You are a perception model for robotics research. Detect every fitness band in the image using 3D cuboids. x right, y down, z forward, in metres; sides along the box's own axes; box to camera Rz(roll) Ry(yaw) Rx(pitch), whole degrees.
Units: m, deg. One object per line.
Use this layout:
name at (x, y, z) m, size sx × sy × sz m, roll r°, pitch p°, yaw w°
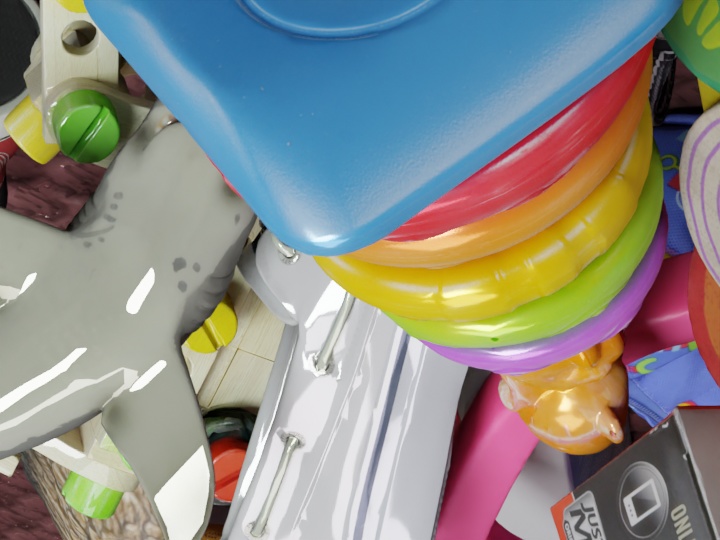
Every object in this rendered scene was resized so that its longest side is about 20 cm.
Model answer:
fitness band at (0.095, 0.054, 0.817) m, size 0.143 × 0.038 × 0.200 m, roll 9°, pitch 143°, yaw -12°

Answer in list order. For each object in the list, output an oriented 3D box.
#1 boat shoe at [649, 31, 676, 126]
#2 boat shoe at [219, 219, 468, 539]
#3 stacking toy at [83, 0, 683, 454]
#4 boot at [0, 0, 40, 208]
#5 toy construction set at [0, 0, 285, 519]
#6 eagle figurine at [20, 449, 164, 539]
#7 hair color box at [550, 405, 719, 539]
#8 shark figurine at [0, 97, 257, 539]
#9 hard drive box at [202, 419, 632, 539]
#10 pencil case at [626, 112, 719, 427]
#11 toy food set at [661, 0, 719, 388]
boat shoe at (0.078, -0.088, 0.694) m, size 0.067 × 0.072 × 0.200 m, roll 11°, pitch 148°, yaw 10°
boat shoe at (0.000, 0.000, 0.760) m, size 0.066 × 0.201 × 0.074 m, roll 9°, pitch -166°, yaw -1°
stacking toy at (0.032, -0.016, 0.663) m, size 0.116 × 0.110 × 0.200 m, roll 49°, pitch 172°, yaw 40°
boot at (-0.204, -0.060, 0.904) m, size 0.199 × 0.073 × 0.144 m, roll 16°, pitch 156°, yaw -9°
toy construction set at (-0.072, -0.003, 0.830) m, size 0.131 × 0.092 × 0.200 m, roll 20°, pitch 123°, yaw -22°
eagle figurine at (-0.037, 0.126, 0.947) m, size 0.199 × 0.152 × 0.152 m, roll 15°, pitch 167°, yaw -25°
hair color box at (0.155, 0.091, 0.740) m, size 0.199 × 0.102 × 0.061 m, roll 2°, pitch 151°, yaw -34°
shark figurine at (-0.111, 0.021, 0.759) m, size 0.213 × 0.129 × 0.090 m, roll -14°, pitch -177°, yaw 6°
hard drive box at (0.007, 0.041, 0.975) m, size 0.155 × 0.077 × 0.200 m, roll 8°, pitch 153°, yaw 14°
pencil case at (0.125, 0.035, 0.887) m, size 0.078 × 0.087 × 0.200 m, roll 8°, pitch 154°, yaw 38°
toy food set at (0.139, -0.005, 0.614) m, size 0.198 × 0.049 × 0.201 m, roll 17°, pitch 128°, yaw 52°
